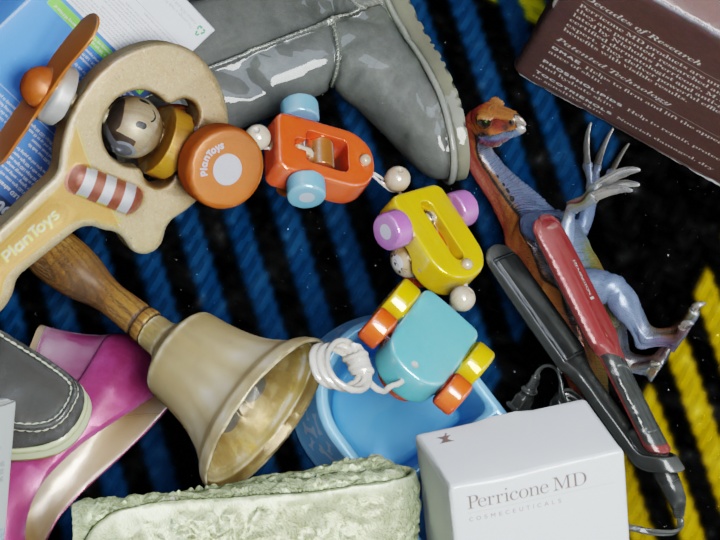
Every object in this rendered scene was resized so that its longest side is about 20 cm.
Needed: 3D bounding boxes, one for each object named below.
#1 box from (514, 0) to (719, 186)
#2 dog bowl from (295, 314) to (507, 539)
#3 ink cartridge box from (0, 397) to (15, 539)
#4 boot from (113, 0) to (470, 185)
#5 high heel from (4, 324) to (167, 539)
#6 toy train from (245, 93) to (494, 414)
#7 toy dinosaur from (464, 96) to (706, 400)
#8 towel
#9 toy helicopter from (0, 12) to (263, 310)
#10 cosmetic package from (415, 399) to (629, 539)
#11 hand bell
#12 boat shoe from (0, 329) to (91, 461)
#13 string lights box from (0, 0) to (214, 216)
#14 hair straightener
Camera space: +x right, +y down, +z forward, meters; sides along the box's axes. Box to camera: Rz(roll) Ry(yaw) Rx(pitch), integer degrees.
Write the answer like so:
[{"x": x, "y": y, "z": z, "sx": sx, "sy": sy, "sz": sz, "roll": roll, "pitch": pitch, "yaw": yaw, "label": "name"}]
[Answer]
[{"x": 0.214, "y": -0.175, "z": 1.387, "sx": 0.164, "sy": 0.200, "sz": 0.166, "roll": 30, "pitch": 74, "yaw": 0, "label": "box"}, {"x": 0.044, "y": 0.111, "z": 1.379, "sx": 0.111, "sy": 0.050, "sz": 0.200, "roll": -36, "pitch": 84, "yaw": -13, "label": "dog bowl"}, {"x": -0.273, "y": 0.161, "z": 1.267, "sx": 0.146, "sy": 0.083, "sz": 0.200, "roll": 7, "pitch": 93, "yaw": 13, "label": "ink cartridge box"}, {"x": -0.054, "y": -0.101, "z": 1.406, "sx": 0.200, "sy": 0.073, "sz": 0.182, "roll": -21, "pitch": 68, "yaw": -17, "label": "boot"}, {"x": -0.162, "y": 0.128, "z": 1.342, "sx": 0.096, "sy": 0.067, "sz": 0.200, "roll": 11, "pitch": 63, "yaw": 6, "label": "high heel"}, {"x": 0.000, "y": 0.000, "z": 1.336, "sx": 0.150, "sy": 0.056, "sz": 0.200, "roll": 10, "pitch": 53, "yaw": -28, "label": "toy train"}, {"x": 0.116, "y": -0.010, "z": 1.389, "sx": 0.181, "sy": 0.105, "sz": 0.200, "roll": 33, "pitch": 78, "yaw": 6, "label": "toy dinosaur"}, {"x": -0.058, "y": 0.183, "z": 1.273, "sx": 0.200, "sy": 0.036, "sz": 0.148, "roll": -7, "pitch": 98, "yaw": -17, "label": "towel"}, {"x": -0.161, "y": -0.052, "z": 1.284, "sx": 0.200, "sy": 0.079, "sz": 0.132, "roll": -42, "pitch": 120, "yaw": -12, "label": "toy helicopter"}, {"x": 0.096, "y": 0.183, "z": 1.306, "sx": 0.101, "sy": 0.071, "sz": 0.200, "roll": -11, "pitch": 114, "yaw": -10, "label": "cosmetic package"}, {"x": -0.128, "y": 0.027, "z": 1.325, "sx": 0.200, "sy": 0.104, "sz": 0.104, "roll": 36, "pitch": 75, "yaw": 18, "label": "hand bell"}, {"x": -0.248, "y": 0.047, "z": 1.322, "sx": 0.201, "sy": 0.066, "sz": 0.072, "roll": 21, "pitch": 60, "yaw": 17, "label": "boat shoe"}, {"x": -0.192, "y": -0.108, "z": 1.325, "sx": 0.200, "sy": 0.103, "sz": 0.059, "roll": -43, "pitch": 40, "yaw": 1, "label": "string lights box"}, {"x": 0.127, "y": 0.070, "z": 1.363, "sx": 0.077, "sy": 0.041, "sz": 0.200, "roll": -30, "pitch": 91, "yaw": 26, "label": "hair straightener"}]
